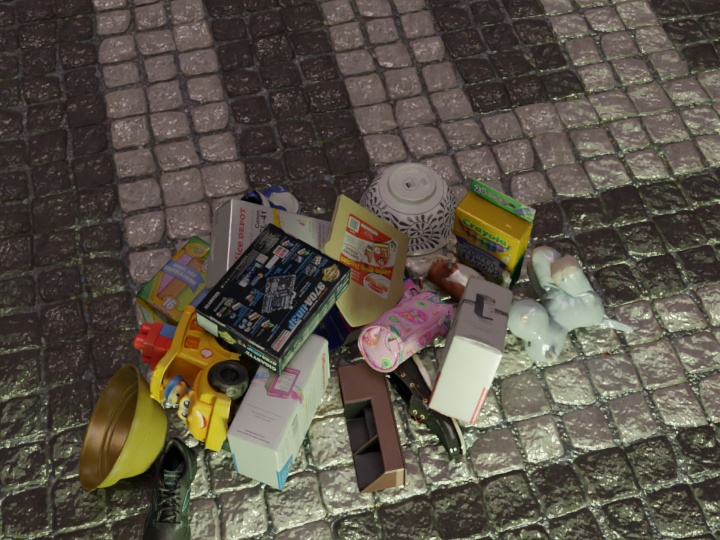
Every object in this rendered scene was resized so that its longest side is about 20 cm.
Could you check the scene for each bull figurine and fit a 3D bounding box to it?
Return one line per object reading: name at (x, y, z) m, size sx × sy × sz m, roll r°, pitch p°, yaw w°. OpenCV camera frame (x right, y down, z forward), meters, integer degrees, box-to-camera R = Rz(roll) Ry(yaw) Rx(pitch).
bull figurine at (0.171, 0.012, 1.663) m, size 0.199 × 0.122 × 0.065 m, roll 31°, pitch 58°, yaw 11°

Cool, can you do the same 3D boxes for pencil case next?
pencil case at (0.079, 0.098, 1.569) m, size 0.087 × 0.088 × 0.199 m, roll 35°, pitch 31°, yaw 21°

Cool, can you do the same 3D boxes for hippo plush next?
hippo plush at (0.323, 0.076, 1.630) m, size 0.161 × 0.159 × 0.200 m, roll -45°, pitch 109°, yaw -8°

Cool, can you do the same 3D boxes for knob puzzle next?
knob puzzle at (0.000, 0.000, 1.615) m, size 0.030 × 0.220 × 0.221 m, roll -10°, pitch 42°, yaw 45°

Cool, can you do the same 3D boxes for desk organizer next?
desk organizer at (0.017, 0.249, 1.524) m, size 0.076 × 0.072 × 0.202 m, roll -10°, pitch 56°, yaw -5°

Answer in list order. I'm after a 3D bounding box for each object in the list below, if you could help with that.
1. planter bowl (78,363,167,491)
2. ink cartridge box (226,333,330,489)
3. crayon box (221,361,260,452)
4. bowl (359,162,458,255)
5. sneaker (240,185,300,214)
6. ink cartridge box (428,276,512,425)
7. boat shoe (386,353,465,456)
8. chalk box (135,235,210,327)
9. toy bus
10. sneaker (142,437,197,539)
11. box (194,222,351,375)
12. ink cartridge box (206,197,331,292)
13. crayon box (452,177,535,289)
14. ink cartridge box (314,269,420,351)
planter bowl at (-0.357, 0.255, 1.479) m, size 0.083 × 0.200 × 0.202 m, roll 25°, pitch 50°, yaw -29°
ink cartridge box at (-0.120, 0.206, 1.444) m, size 0.084 × 0.145 × 0.201 m, roll 18°, pitch 58°, yaw 11°
crayon box at (-0.153, 0.212, 1.557) m, size 0.124 × 0.052 × 0.201 m, roll 20°, pitch 58°, yaw 12°
bowl at (0.094, -0.136, 1.773) m, size 0.198 × 0.095 × 0.203 m, roll 0°, pitch 56°, yaw 0°
sneaker at (-0.172, -0.110, 1.703) m, size 0.080 × 0.115 × 0.200 m, roll -31°, pitch 32°, yaw 17°
ink cartridge box at (0.179, 0.124, 1.519) m, size 0.084 × 0.147 × 0.200 m, roll 20°, pitch 29°, yaw 5°
boat shoe at (0.105, 0.224, 1.541) m, size 0.062 × 0.074 × 0.202 m, roll -22°, pitch 54°, yaw -16°
chalk box at (-0.269, 0.035, 1.633) m, size 0.123 × 0.125 × 0.200 m, roll 30°, pitch 59°, yaw 18°
toy bus at (-0.259, 0.152, 1.444) m, size 0.190 × 0.137 × 0.201 m, roll 16°, pitch 39°, yaw -6°
sneaker at (-0.295, 0.352, 1.444) m, size 0.074 × 0.080 × 0.202 m, roll 0°, pitch 57°, yaw -1°
box at (-0.131, 0.038, 1.442) m, size 0.158 × 0.046 × 0.201 m, roll 28°, pitch 58°, yaw 15°
ink cartridge box at (-0.144, -0.021, 1.574) m, size 0.198 × 0.085 × 0.150 m, roll 13°, pitch 68°, yaw -29°
crayon box at (0.224, -0.055, 1.646) m, size 0.125 × 0.201 × 0.052 m, roll 30°, pitch 60°, yaw 19°
ink cartridge box at (0.006, 0.062, 1.674) m, size 0.198 × 0.037 × 0.095 m, roll -26°, pitch 60°, yaw -15°
